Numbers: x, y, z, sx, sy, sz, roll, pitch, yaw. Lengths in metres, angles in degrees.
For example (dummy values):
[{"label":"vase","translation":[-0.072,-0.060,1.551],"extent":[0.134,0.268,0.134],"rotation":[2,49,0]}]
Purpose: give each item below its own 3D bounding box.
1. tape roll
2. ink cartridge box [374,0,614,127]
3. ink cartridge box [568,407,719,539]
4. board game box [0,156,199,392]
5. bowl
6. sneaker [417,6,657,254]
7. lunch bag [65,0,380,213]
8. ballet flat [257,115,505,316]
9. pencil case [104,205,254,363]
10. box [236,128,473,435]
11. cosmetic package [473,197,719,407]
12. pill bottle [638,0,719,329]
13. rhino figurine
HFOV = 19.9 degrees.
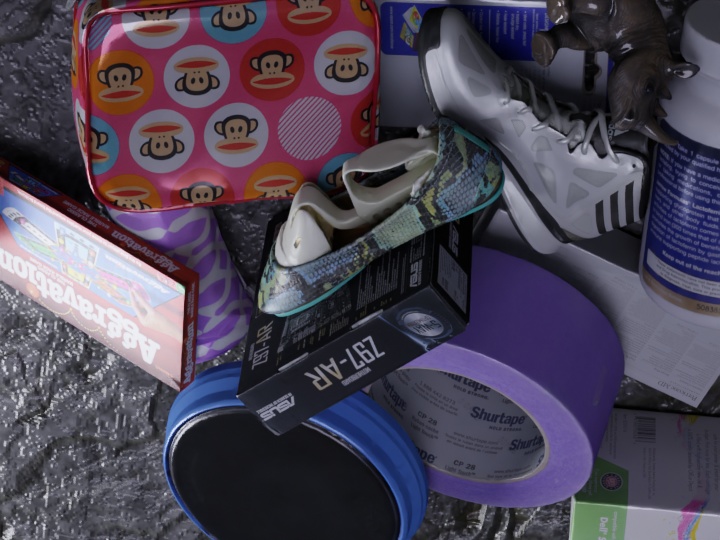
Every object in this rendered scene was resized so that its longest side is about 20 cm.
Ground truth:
[{"label":"tape roll","translation":[0.079,0.075,1.433],"extent":[0.198,0.085,0.201],"rotation":[17,147,11]},{"label":"ink cartridge box","translation":[0.072,-0.144,1.369],"extent":[0.198,0.039,0.100],"rotation":[4,122,7]},{"label":"ink cartridge box","translation":[0.253,0.165,1.487],"extent":[0.198,0.117,0.068],"rotation":[5,124,6]},{"label":"board game box","translation":[-0.197,-0.001,1.447],"extent":[0.199,0.019,0.104],"rotation":[29,138,23]},{"label":"bowl","translation":[-0.050,0.149,1.473],"extent":[0.199,0.040,0.202],"rotation":[13,136,13]},{"label":"sneaker","translation":[0.125,-0.102,1.311],"extent":[0.115,0.076,0.201],"rotation":[-15,129,31]},{"label":"lunch bag","translation":[-0.085,-0.132,1.306],"extent":[0.198,0.082,0.178],"rotation":[-4,125,-10]},{"label":"ballet flat","translation":[-0.003,-0.040,1.305],"extent":[0.199,0.074,0.074],"rotation":[-31,113,24]},{"label":"pencil case","translation":[-0.131,-0.030,1.445],"extent":[0.085,0.084,0.201],"rotation":[-23,121,-10]},{"label":"box","translation":[0.000,0.000,1.372],"extent":[0.159,0.201,0.044],"rotation":[-31,118,23]},{"label":"cosmetic package","translation":[0.170,0.015,1.445],"extent":[0.199,0.051,0.083],"rotation":[25,123,-7]},{"label":"pill bottle","translation":[0.247,-0.072,1.341],"extent":[0.114,0.116,0.202],"rotation":[5,123,5]},{"label":"rhino figurine","translation":[0.146,-0.164,1.280],"extent":[0.201,0.087,0.060],"rotation":[59,147,12]}]
